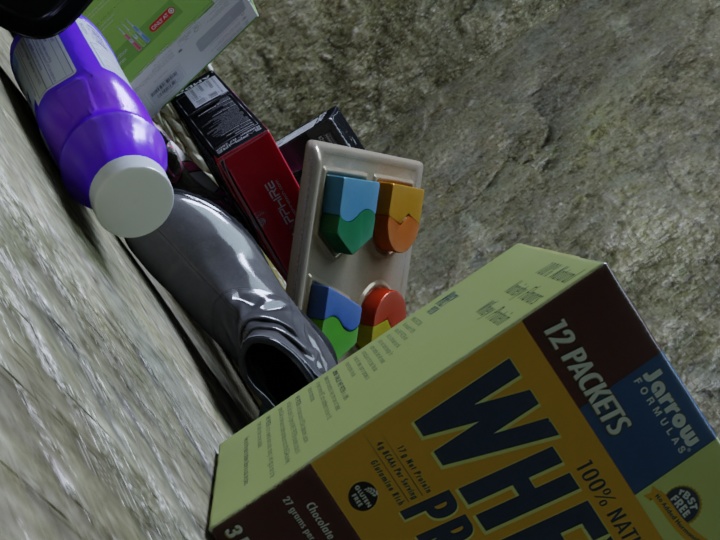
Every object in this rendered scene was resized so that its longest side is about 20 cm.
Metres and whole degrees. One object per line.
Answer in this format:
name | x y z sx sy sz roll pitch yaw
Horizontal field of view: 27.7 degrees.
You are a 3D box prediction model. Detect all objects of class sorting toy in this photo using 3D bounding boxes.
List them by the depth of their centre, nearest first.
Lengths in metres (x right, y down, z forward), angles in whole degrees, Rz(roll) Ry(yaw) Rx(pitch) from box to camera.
sorting toy | 0.000 0.000 1.134 0.036 0.186 0.200 9 3 26

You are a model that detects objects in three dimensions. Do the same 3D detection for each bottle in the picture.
bottle | -0.164 -0.090 0.902 0.200 0.065 0.084 55 -6 50

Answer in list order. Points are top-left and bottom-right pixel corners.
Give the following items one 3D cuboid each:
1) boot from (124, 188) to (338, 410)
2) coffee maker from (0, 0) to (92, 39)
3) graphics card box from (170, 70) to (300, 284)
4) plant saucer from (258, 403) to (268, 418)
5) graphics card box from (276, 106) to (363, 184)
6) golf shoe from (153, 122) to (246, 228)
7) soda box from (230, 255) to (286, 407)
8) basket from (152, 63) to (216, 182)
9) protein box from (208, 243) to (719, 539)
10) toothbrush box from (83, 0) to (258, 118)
boot | -0.076 0.031 0.964 0.200 0.070 0.132 42 6 -15
coffee maker | -0.199 -0.248 0.936 0.200 0.191 0.135 -108 -150 -53
graphics card box | -0.091 -0.079 1.192 0.126 0.051 0.200 61 -7 -27
plant saucer | -0.019 0.175 1.037 0.200 0.027 0.200 57 -1 2
graphics card box | -0.075 -0.056 1.431 0.126 0.200 0.051 58 16 -13
golf shoe | -0.150 -0.060 1.166 0.200 0.072 0.092 58 -4 -34
soda box | -0.069 0.059 1.223 0.064 0.068 0.200 25 27 -56
basket | -0.197 -0.164 1.398 0.136 0.123 0.200 59 -4 -37
protein box | 0.048 0.100 0.701 0.135 0.200 0.199 56 -2 -5
toothbrush box | -0.207 -0.241 1.210 0.200 0.146 0.086 44 -5 13
